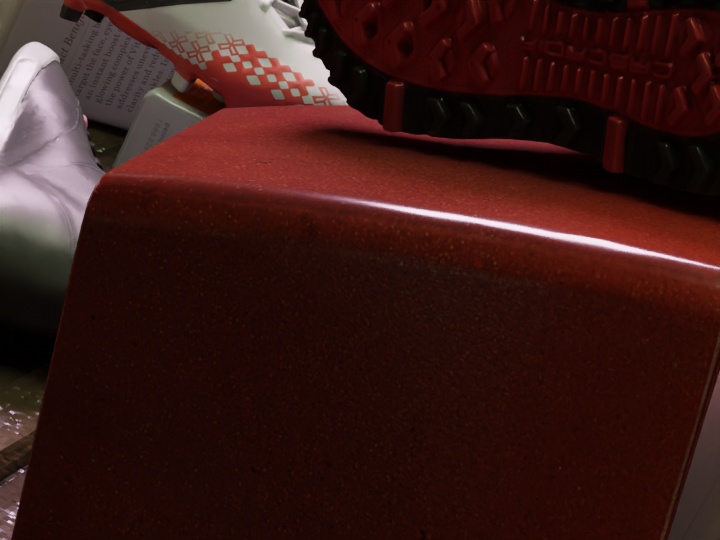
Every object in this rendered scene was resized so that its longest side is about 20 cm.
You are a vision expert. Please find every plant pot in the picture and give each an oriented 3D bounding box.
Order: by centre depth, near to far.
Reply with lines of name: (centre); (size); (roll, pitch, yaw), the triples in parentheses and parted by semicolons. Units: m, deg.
plant pot: (0.007, 0.049, 0.728); (0.176, 0.200, 0.200); (17, 16, 8)

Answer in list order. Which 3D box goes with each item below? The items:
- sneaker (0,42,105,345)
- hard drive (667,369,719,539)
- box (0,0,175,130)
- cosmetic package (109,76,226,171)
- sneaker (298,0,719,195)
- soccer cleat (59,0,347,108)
sneaker: (-0.110, -0.021, 0.946); (0.099, 0.071, 0.200); (27, 21, -12)
hard drive: (0.040, 0.047, 0.844); (0.200, 0.132, 0.027); (26, 19, -1)
box: (-0.102, -0.140, 1.217); (0.200, 0.106, 0.152); (15, 21, -33)
cosmetic package: (-0.004, -0.011, 1.049); (0.200, 0.071, 0.101); (27, 17, 2)
sneaker: (0.070, -0.064, 0.720); (0.200, 0.079, 0.096); (25, 14, 34)
soccer cleat: (-0.059, -0.119, 1.020); (0.200, 0.085, 0.069); (30, 18, 18)
